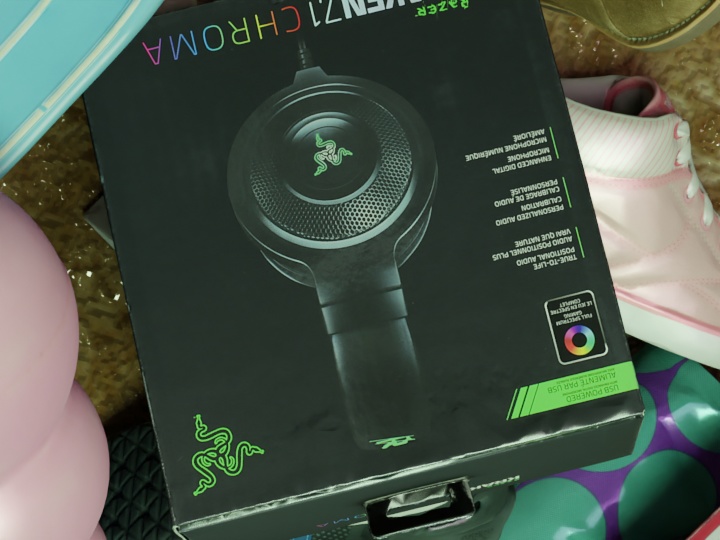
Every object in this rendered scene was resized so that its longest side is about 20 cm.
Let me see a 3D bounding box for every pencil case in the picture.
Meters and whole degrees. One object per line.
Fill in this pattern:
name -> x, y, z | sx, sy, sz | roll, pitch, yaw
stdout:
pencil case -> 0.098, 0.121, 1.087 | 0.200, 0.085, 0.093 | -39, 104, -9

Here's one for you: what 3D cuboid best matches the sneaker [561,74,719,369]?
sneaker -> 0.140, -0.023, 1.067 | 0.199, 0.075, 0.105 | 20, 102, -24

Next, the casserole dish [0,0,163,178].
casserole dish -> -0.143, -0.088, 0.822 | 0.121, 0.039, 0.200 | 36, 114, -26

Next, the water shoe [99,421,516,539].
water shoe -> -0.034, 0.103, 0.982 | 0.079, 0.199, 0.072 | 52, 38, -41

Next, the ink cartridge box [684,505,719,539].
ink cartridge box -> 0.194, 0.148, 1.078 | 0.145, 0.084, 0.200 | -42, 162, -8

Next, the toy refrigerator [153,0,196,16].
toy refrigerator -> -0.104, -0.166, 0.859 | 0.075, 0.070, 0.200 | -6, 143, -1

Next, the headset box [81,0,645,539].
headset box -> 0.000, 0.000, 0.887 | 0.173, 0.093, 0.201 | -13, 76, 0

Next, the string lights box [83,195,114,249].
string lights box -> -0.012, 0.015, 1.019 | 0.103, 0.059, 0.200 | -45, 118, -6

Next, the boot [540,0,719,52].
boot -> 0.086, -0.133, 0.940 | 0.075, 0.200, 0.074 | 20, 88, -26

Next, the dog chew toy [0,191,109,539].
dog chew toy -> -0.144, 0.063, 0.827 | 0.124, 0.125, 0.201 | -27, 125, -15
